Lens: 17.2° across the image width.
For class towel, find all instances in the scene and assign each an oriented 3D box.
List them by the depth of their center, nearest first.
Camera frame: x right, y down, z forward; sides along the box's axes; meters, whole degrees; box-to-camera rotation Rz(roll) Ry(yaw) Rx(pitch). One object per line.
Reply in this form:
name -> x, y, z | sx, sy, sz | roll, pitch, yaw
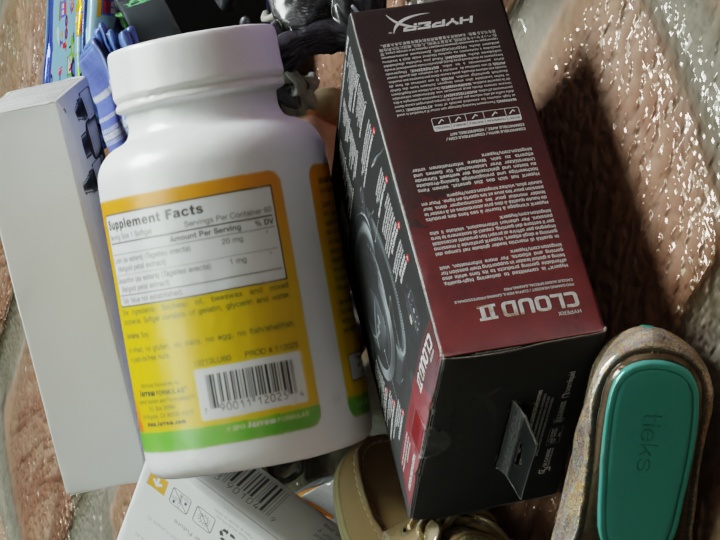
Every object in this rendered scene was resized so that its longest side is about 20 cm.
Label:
towel -> -0.116, -0.026, 1.252 | 0.145, 0.024, 0.202 | 176, 81, -78

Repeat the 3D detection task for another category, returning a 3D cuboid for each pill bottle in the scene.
pill bottle -> -0.064, -0.010, 1.130 | 0.111, 0.110, 0.202 | 173, 88, -67

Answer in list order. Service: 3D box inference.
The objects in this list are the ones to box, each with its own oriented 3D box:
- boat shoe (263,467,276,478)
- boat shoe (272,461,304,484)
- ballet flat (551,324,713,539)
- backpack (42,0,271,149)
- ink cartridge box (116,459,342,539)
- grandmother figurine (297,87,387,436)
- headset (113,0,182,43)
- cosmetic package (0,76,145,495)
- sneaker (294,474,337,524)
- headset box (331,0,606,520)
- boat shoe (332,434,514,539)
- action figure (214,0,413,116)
boat shoe -> -0.065, 0.156, 1.351 | 0.076, 0.073, 0.201 | 63, 157, 27
boat shoe -> -0.069, 0.095, 1.374 | 0.199, 0.073, 0.069 | -39, 69, 45
ballet flat -> 0.108, 0.116, 0.988 | 0.067, 0.067, 0.202 | -99, 21, -73
backpack -> -0.124, -0.150, 1.431 | 0.200, 0.133, 0.184 | -172, 84, -72
ink cartridge box -> -0.048, 0.201, 1.226 | 0.197, 0.043, 0.201 | 35, 131, 12
grandmother figurine -> 0.000, 0.000, 1.241 | 0.122, 0.060, 0.201 | 74, 178, -59
headset -> -0.091, -0.052, 1.276 | 0.201, 0.093, 0.123 | 64, 175, -9
cosmetic package -> -0.147, 0.006, 1.238 | 0.083, 0.050, 0.202 | -67, -35, -74
sneaker -> -0.029, 0.176, 1.281 | 0.078, 0.077, 0.201 | 33, 128, 10
headset box -> 0.044, 0.003, 1.063 | 0.149, 0.077, 0.201 | 97, 161, -57
boat shoe -> 0.049, 0.139, 1.099 | 0.200, 0.071, 0.065 | 54, 148, 40
action figure -> -0.030, -0.146, 1.227 | 0.119, 0.102, 0.200 | -48, 49, -2
